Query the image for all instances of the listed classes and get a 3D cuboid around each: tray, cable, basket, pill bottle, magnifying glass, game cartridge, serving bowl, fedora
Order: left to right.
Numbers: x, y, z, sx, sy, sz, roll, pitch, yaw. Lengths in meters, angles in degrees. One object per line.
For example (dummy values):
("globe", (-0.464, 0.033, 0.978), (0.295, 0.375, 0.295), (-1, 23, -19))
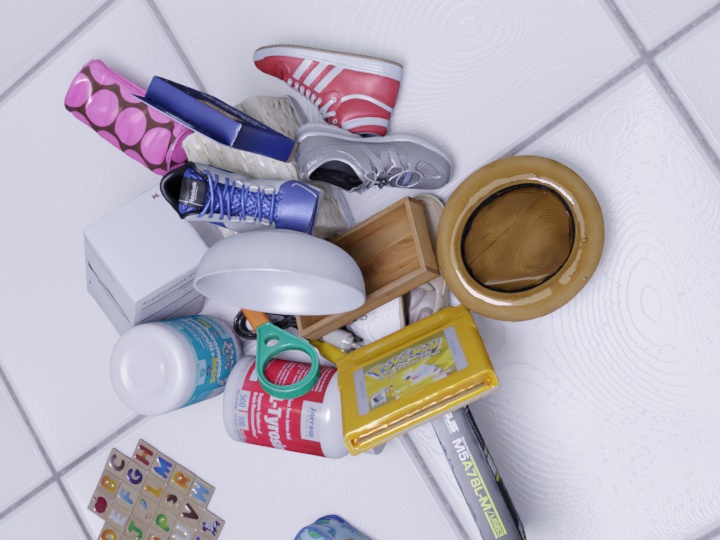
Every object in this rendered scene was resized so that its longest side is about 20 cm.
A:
("pill bottle", (-0.222, 0.114, 1.367), (0.109, 0.200, 0.113), (1, 93, 19))
("basket", (-0.117, -0.108, 1.360), (0.135, 0.123, 0.202), (-29, 83, 18))
("magnifying glass", (-0.114, 0.085, 1.363), (0.079, 0.023, 0.200), (-26, 45, -12))
("serving bowl", (-0.090, -0.003, 1.240), (0.197, 0.200, 0.067), (0, 74, 20))
("cable", (-0.077, 0.063, 1.391), (0.197, 0.050, 0.099), (11, 97, 19))
("pill bottle", (-0.064, 0.174, 1.358), (0.197, 0.112, 0.114), (6, 94, 20))
("tray", (0.000, 0.000, 1.319), (0.199, 0.037, 0.100), (-29, 62, 31))
("game cartridge", (0.057, 0.113, 1.205), (0.175, 0.200, 0.033), (-25, 111, 5))
("fedora", (0.188, -0.035, 1.273), (0.198, 0.082, 0.204), (-1, 85, 11))

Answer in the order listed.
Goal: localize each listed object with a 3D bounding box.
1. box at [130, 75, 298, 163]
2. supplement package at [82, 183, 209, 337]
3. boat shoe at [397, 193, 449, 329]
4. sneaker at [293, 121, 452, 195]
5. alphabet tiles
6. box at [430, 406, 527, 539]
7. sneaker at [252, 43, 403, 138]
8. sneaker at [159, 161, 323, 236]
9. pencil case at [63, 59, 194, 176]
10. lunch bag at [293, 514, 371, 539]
("box", (-0.158, -0.168, 1.202), (0.120, 0.200, 0.033), (30, 100, 16))
("supplement package", (-0.271, 0.003, 1.368), (0.117, 0.200, 0.117), (-33, 77, -23))
("boat shoe", (0.077, 0.007, 1.325), (0.071, 0.065, 0.203), (2, 93, 20))
("sneaker", (0.014, -0.117, 1.305), (0.197, 0.075, 0.083), (7, 50, -7))
("alphabet tiles", (-0.287, 0.340, 1.502), (0.198, 0.006, 0.168), (29, 102, 17))
("box", (0.134, 0.231, 1.242), (0.047, 0.200, 0.195), (-23, 83, 4))
("sneaker", (-0.051, -0.218, 1.360), (0.197, 0.071, 0.114), (11, 92, 17))
("sneaker", (-0.152, -0.077, 1.247), (0.197, 0.115, 0.082), (13, 97, 18))
("pencil case", (-0.304, -0.208, 1.445), (0.199, 0.091, 0.094), (31, 137, 14))
("lunch bag", (-0.016, 0.422, 1.367), (0.198, 0.082, 0.162), (28, 100, 17))
